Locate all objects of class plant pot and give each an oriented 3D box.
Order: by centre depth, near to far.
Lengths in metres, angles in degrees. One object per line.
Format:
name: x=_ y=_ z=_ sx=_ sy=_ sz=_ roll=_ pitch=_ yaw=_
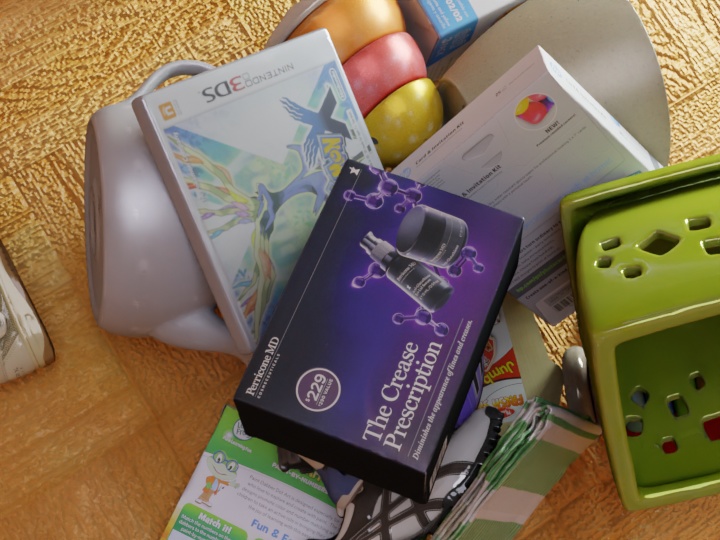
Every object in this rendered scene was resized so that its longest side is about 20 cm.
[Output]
plant pot: x=0.253 y=0.030 z=0.841 sx=0.198 sy=0.201 sz=0.182 roll=-15 pitch=39 yaw=5

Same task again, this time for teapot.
teapot: x=-0.143 y=-0.045 z=0.925 sx=0.145 sy=0.198 sz=0.201 roll=-3 pitch=118 yaw=-18

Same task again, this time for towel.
towel: x=0.107 y=0.190 z=0.891 sx=0.023 sy=0.152 sz=0.201 roll=37 pitch=96 yaw=29

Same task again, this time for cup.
cup: x=0.148 y=-0.133 z=0.973 sx=0.142 sy=0.200 sz=0.201 roll=-18 pitch=80 yaw=-10

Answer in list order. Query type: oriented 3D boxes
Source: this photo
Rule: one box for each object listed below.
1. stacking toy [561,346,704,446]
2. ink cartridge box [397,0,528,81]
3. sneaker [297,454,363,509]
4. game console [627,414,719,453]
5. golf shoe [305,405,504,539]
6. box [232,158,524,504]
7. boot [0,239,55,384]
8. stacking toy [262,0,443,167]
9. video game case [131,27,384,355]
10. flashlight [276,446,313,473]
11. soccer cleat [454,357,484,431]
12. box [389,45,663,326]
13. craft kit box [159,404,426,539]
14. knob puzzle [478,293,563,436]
stacking toy: x=0.273 y=0.092 z=0.958 sx=0.199 sy=0.085 sz=0.086 roll=-10 pitch=78 yaw=14
ink cartridge box: x=0.130 y=-0.253 z=1.039 sx=0.199 sy=0.115 sz=0.068 roll=-28 pitch=82 yaw=-13
sneaker: x=0.001 y=0.067 z=0.875 sx=0.115 sy=0.081 sz=0.200 roll=35 pitch=72 yaw=5
game console: x=0.318 y=0.093 z=1.038 sx=0.171 sy=0.119 sz=0.201 roll=-15 pitch=77 yaw=21
golf shoe: x=0.031 y=0.174 z=0.898 sx=0.094 sy=0.078 sz=0.200 roll=38 pitch=85 yaw=12
box: x=0.017 y=0.039 z=0.811 sx=0.140 sy=0.079 sz=0.201 roll=18 pitch=65 yaw=13
boot: x=-0.358 y=0.019 z=0.931 sx=0.155 sy=0.073 sz=0.201 roll=-28 pitch=88 yaw=-16
stacking toy: x=0.022 y=-0.138 z=0.969 sx=0.146 sy=0.146 sz=0.200 roll=-36 pitch=75 yaw=-14
video game case: x=-0.057 y=-0.065 z=0.875 sx=0.182 sy=0.022 sz=0.201 roll=-29 pitch=101 yaw=-36
flashlight: x=-0.054 y=0.064 z=0.949 sx=0.068 sy=0.068 sz=0.201 roll=8 pitch=63 yaw=-32
soccer cleat: x=0.076 y=0.032 z=0.962 sx=0.068 sy=0.073 sz=0.201 roll=7 pitch=65 yaw=1
box: x=0.145 y=-0.057 z=0.901 sx=0.200 sy=0.156 sz=0.041 roll=35 pitch=29 yaw=-31
craft kit box: x=-0.067 y=0.242 z=0.937 sx=0.199 sy=0.049 sz=0.198 roll=27 pitch=77 yaw=-1
knob puzzle: x=0.077 y=0.112 z=0.983 sx=0.218 sy=0.030 sz=0.221 roll=1 pitch=65 yaw=-3
